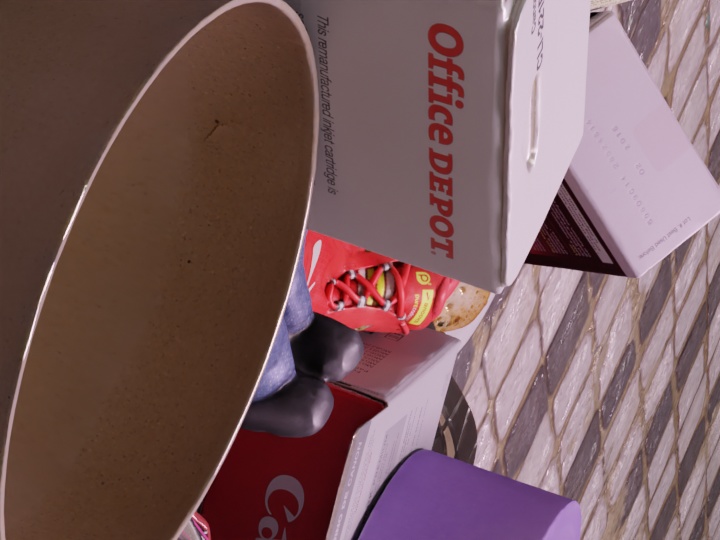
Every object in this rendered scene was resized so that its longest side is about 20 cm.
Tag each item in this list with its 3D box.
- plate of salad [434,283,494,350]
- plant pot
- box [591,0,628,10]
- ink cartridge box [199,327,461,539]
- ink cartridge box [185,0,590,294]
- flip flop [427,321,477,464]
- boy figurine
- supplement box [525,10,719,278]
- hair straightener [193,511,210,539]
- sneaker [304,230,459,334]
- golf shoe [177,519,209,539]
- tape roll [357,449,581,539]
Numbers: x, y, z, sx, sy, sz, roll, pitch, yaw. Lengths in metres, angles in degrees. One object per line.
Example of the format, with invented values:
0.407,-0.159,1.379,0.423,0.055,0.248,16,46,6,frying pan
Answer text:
0.084,-0.034,1.525,0.200,0.048,0.202,19,90,-73,plate of salad
-0.115,-0.008,0.786,0.201,0.134,0.201,90,26,-49,plant pot
0.073,-0.206,1.037,0.200,0.096,0.177,46,30,-83,box
-0.033,0.132,1.269,0.175,0.083,0.201,-32,138,-69,ink cartridge box
-0.025,-0.092,0.863,0.084,0.199,0.145,-58,159,-34,ink cartridge box
0.016,0.085,1.444,0.081,0.057,0.201,-54,142,-32,flip flop
-0.042,-0.028,1.059,0.201,0.064,0.125,84,28,-43,boy figurine
0.083,-0.060,1.213,0.061,0.109,0.200,-37,-165,-15,supplement box
-0.085,0.120,1.143,0.077,0.041,0.201,-80,176,-53,hair straightener
0.000,0.000,1.236,0.200,0.084,0.078,-27,133,-66,sneaker
-0.068,0.158,1.072,0.092,0.072,0.201,-102,170,-66,golf shoe
0.039,0.198,1.280,0.200,0.084,0.201,19,90,-76,tape roll
